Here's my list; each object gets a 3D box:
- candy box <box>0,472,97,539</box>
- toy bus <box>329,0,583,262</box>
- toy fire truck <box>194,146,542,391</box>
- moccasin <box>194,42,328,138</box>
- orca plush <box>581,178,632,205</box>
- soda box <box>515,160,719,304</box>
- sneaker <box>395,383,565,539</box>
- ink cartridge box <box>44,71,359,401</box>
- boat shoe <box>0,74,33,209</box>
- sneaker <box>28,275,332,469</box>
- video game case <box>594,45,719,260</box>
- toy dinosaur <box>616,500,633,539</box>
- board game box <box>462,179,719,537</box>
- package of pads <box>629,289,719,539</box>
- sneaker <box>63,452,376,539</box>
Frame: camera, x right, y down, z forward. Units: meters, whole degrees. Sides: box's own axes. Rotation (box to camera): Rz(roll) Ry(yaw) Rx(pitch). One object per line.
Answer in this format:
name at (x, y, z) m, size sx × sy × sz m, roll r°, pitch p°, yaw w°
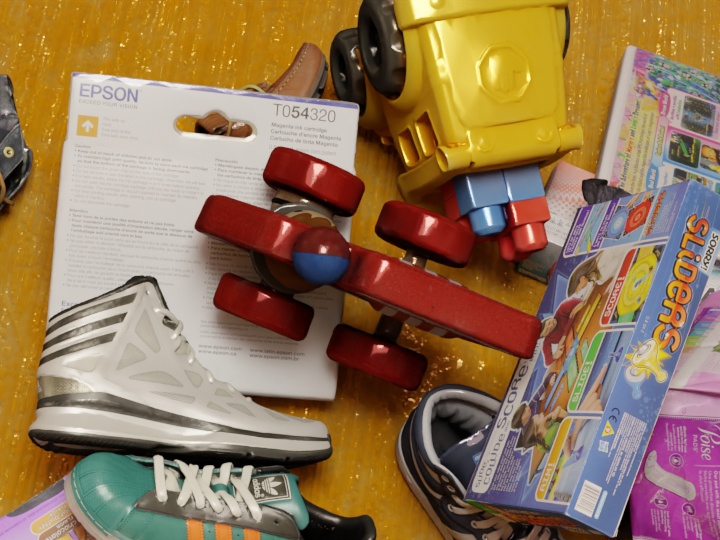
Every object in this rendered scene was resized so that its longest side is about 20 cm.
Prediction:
candy box at (-0.175, 0.247, 0.932) m, size 0.167 × 0.072 × 0.200 m, roll -32°, pitch 71°, yaw -19°
toy bus at (0.072, -0.096, 1.069) m, size 0.135 × 0.200 × 0.194 m, roll -12°, pitch 86°, yaw -17°
toy fire truck at (0.000, 0.000, 0.943) m, size 0.199 × 0.168 × 0.113 m, roll 24°, pitch 86°, yaw -13°
moccasin at (-0.094, -0.088, 1.102) m, size 0.078 × 0.074 × 0.202 m, roll 37°, pitch 76°, yaw 2°
orca plush at (0.171, 0.038, 1.040) m, size 0.071 × 0.105 × 0.202 m, roll -11°, pitch 95°, yaw -47°
soda box at (0.214, -0.002, 1.094) m, size 0.199 × 0.064 × 0.069 m, roll 22°, pitch 64°, yaw 5°
sneaker at (0.095, 0.159, 0.980) m, size 0.070 × 0.109 × 0.200 m, roll -34°, pitch 73°, yaw -19°
ink cartridge box at (-0.105, -0.020, 1.027) m, size 0.195 × 0.043 × 0.202 m, roll 6°, pitch 89°, yaw -12°
boat shoe at (-0.268, -0.050, 1.059) m, size 0.090 × 0.071 × 0.202 m, roll -12°, pitch 65°, yaw -7°
sneaker at (-0.105, 0.063, 0.970) m, size 0.199 × 0.076 × 0.116 m, roll 11°, pitch 71°, yaw -27°
video game case at (0.264, -0.076, 1.114) m, size 0.181 × 0.024 × 0.201 m, roll 20°, pitch 42°, yaw 2°
toy dinosaur at (0.210, 0.190, 0.974) m, size 0.102 × 0.077 × 0.201 m, roll -12°, pitch 53°, yaw -33°
board game box at (0.136, 0.051, 0.897) m, size 0.034 × 0.135 × 0.201 m, roll 27°, pitch 77°, yaw -16°
package of pads at (0.227, 0.096, 0.967) m, size 0.075 × 0.122 × 0.200 m, roll 0°, pitch 17°, yaw 27°
sneaker at (-0.080, 0.145, 0.941) m, size 0.199 × 0.080 × 0.072 m, roll 26°, pitch 28°, yaw -28°
